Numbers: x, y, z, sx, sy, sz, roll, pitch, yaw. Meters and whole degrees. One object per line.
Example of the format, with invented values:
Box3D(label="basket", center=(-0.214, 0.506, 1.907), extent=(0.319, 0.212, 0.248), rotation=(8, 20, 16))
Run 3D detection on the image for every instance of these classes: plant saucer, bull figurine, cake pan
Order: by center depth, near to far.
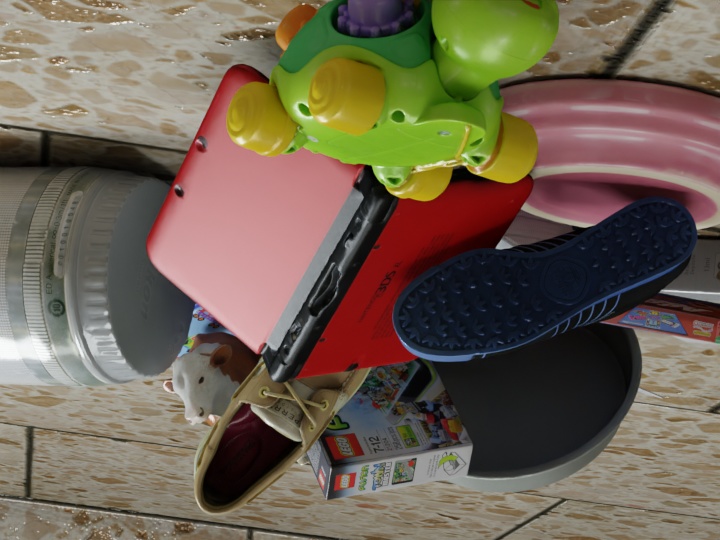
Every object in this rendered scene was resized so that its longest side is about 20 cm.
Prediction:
Box3D(label="plant saucer", center=(0.164, -0.067, 1.581), extent=(0.200, 0.051, 0.201), rotation=(6, 166, 1))
Box3D(label="bull figurine", center=(-0.092, 0.096, 1.866), extent=(0.065, 0.122, 0.200), rotation=(-35, -171, 4))
Box3D(label="cake pan", center=(0.111, 0.086, 1.869), extent=(0.199, 0.201, 0.037), rotation=(3, 139, 16))

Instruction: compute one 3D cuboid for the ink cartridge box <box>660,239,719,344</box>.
Box3D(label="ink cartridge box", center=(0.214, 0.015, 1.907), extent=(0.199, 0.050, 0.161), rotation=(1, 165, 15))

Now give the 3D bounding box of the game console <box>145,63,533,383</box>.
Box3D(label="game console", center=(-0.016, -0.033, 1.577), extent=(0.172, 0.119, 0.200), rotation=(-8, 148, -30))

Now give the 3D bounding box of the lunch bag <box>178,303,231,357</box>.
Box3D(label="lunch bag", center=(-0.068, 0.007, 1.972), extent=(0.199, 0.094, 0.150), rotation=(-16, 156, 28))

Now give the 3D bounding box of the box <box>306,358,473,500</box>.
Box3D(label="box", center=(-0.004, 0.078, 1.833), extent=(0.110, 0.200, 0.035), rotation=(-8, 134, -19))

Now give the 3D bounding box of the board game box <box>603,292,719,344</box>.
Box3D(label="board game box", center=(0.173, 0.023, 1.740), extent=(0.199, 0.020, 0.103), rotation=(10, -172, 25))

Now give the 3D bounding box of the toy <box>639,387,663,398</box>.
Box3D(label="toy", center=(0.148, 0.046, 2.052), extent=(0.200, 0.047, 0.115), rotation=(21, 178, -30))

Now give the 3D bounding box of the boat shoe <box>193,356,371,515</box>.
Box3D(label="boat shoe", center=(-0.049, 0.093, 1.722), extent=(0.074, 0.200, 0.066), rotation=(32, -155, -7))

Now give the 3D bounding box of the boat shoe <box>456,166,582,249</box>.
Box3D(label="boat shoe", center=(0.102, -0.023, 1.706), extent=(0.071, 0.072, 0.200), rotation=(-21, 158, 29))

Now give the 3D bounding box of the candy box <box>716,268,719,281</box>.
Box3D(label="candy box", center=(0.305, -0.003, 1.659), extent=(0.115, 0.055, 0.200), rotation=(33, 171, 8))

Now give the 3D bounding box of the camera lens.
Box3D(label="camera lens", center=(-0.239, 0.004, 1.833), extent=(0.199, 0.161, 0.160), rotation=(1, 166, 23))

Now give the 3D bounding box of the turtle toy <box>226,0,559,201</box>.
Box3D(label="turtle toy", center=(0.029, -0.109, 1.359), extent=(0.145, 0.101, 0.200), rotation=(16, 163, -35))

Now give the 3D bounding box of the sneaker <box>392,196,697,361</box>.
Box3D(label="sneaker", center=(0.115, 0.014, 1.568), extent=(0.199, 0.070, 0.078), rotation=(-18, 164, -6))
